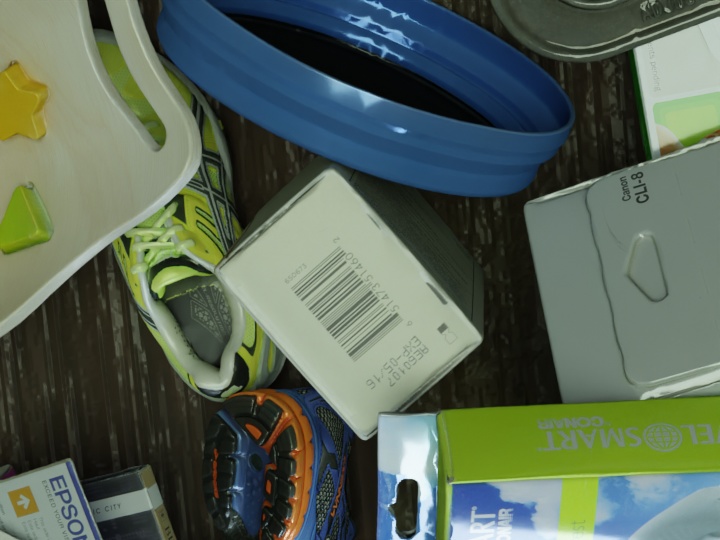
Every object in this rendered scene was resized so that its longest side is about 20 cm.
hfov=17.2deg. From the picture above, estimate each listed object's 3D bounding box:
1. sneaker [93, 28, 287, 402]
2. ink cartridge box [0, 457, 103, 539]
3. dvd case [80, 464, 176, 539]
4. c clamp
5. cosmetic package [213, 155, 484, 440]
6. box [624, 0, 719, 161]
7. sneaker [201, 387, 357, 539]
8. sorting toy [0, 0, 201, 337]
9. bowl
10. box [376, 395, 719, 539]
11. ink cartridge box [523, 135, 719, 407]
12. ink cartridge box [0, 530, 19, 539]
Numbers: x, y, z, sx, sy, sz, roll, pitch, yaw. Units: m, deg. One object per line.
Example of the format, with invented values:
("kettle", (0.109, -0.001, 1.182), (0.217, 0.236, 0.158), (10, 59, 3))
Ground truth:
("sneaker", (-0.092, -0.029, 1.169), (0.075, 0.076, 0.200), (-28, 95, 8))
("ink cartridge box", (-0.183, 0.203, 1.197), (0.199, 0.043, 0.197), (-18, 97, 22))
("dvd case", (-0.137, 0.206, 1.210), (0.148, 0.016, 0.201), (-15, 99, 27))
("c clamp", (0.117, -0.180, 1.057), (0.199, 0.027, 0.171), (-15, 109, 4))
("cosmetic package", (0.000, 0.000, 1.107), (0.073, 0.200, 0.104), (-41, 93, 7))
("box", (0.208, -0.147, 1.131), (0.176, 0.097, 0.201), (-9, 97, 6))
("sneaker", (-0.037, 0.147, 1.193), (0.075, 0.078, 0.201), (28, 119, 31))
("sorting toy", (-0.167, -0.075, 1.120), (0.180, 0.107, 0.201), (-19, 98, 29))
("bowl", (0.000, -0.093, 1.096), (0.200, 0.201, 0.039), (23, 110, -1))
("box", (0.107, 0.109, 0.999), (0.199, 0.048, 0.122), (-2, 132, -3))
("ink cartridge box", (0.177, 0.058, 1.089), (0.144, 0.146, 0.200), (-19, 132, 11))
("ink cartridge box", (-0.118, 0.218, 1.117), (0.200, 0.067, 0.117), (25, 112, 13))
